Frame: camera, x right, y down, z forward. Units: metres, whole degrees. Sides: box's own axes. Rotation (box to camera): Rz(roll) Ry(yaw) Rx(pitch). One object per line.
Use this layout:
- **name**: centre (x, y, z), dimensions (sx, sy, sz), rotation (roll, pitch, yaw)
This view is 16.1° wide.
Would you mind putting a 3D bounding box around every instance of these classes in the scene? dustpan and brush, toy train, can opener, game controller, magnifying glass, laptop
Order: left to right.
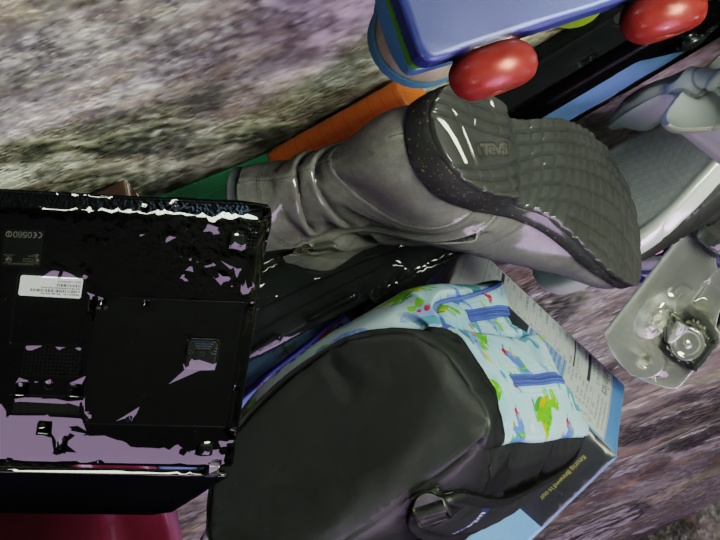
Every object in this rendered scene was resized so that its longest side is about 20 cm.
- **laptop**: centre (-0.148, 0.042, 1.137), dimensions (0.177, 0.200, 0.103), rotation (2, -158, -18)
- **magnifying glass**: centre (-0.052, -0.039, 1.219), dimensions (0.200, 0.022, 0.080), rotation (-29, 164, 28)
- **game controller**: centre (0.100, -0.086, 1.227), dimensions (0.200, 0.042, 0.104), rotation (-29, 165, 34)
- **toy train**: centre (0.099, -0.124, 1.000), dimensions (0.200, 0.085, 0.116), rotation (-19, 177, -11)
- **dustpan and brush**: centre (0.177, -0.090, 1.213), dimensions (0.140, 0.057, 0.200), rotation (-45, 180, -27)
- **can opener**: centre (0.206, -0.023, 1.385), dimensions (0.200, 0.053, 0.067), rotation (-53, -175, 12)

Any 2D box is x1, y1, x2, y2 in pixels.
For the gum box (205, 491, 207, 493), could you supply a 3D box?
- **gum box**: centre (-0.109, 0.099, 1.581), dimensions (0.200, 0.066, 0.113), rotation (-12, 165, -35)

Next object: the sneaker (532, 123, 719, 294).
- **sneaker**: centre (0.186, -0.038, 1.300), dimensions (0.200, 0.071, 0.099), rotation (-40, 130, 11)

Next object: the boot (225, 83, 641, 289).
- **boot**: centre (0.037, -0.029, 1.196), dimensions (0.132, 0.070, 0.200), rotation (-18, 150, 32)

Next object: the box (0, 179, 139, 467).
- **box**: centre (-0.168, 0.047, 1.201), dimensions (0.200, 0.075, 0.100), rotation (-25, 141, 11)

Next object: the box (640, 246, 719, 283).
- **box**: centre (0.134, -0.022, 1.438), dimensions (0.121, 0.032, 0.200), rotation (-2, 171, 25)

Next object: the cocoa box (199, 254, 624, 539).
- **cocoa box**: centre (0.033, 0.106, 1.412), dimensions (0.200, 0.131, 0.133), rotation (-46, -175, 16)

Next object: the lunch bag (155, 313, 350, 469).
- **lunch bag**: centre (-0.050, 0.040, 1.428), dimensions (0.200, 0.094, 0.151), rotation (-26, 167, -22)

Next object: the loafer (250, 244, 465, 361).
- **loafer**: centre (0.000, 0.000, 1.323), dimensions (0.200, 0.070, 0.068), rotation (-18, -168, -8)

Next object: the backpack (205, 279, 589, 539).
- **backpack**: centre (0.028, 0.075, 1.228), dimensions (0.163, 0.154, 0.200), rotation (-37, 153, 25)

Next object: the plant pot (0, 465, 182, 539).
- **plant pot**: centre (-0.225, 0.161, 1.369), dimensions (0.179, 0.200, 0.200), rotation (7, -169, 44)
